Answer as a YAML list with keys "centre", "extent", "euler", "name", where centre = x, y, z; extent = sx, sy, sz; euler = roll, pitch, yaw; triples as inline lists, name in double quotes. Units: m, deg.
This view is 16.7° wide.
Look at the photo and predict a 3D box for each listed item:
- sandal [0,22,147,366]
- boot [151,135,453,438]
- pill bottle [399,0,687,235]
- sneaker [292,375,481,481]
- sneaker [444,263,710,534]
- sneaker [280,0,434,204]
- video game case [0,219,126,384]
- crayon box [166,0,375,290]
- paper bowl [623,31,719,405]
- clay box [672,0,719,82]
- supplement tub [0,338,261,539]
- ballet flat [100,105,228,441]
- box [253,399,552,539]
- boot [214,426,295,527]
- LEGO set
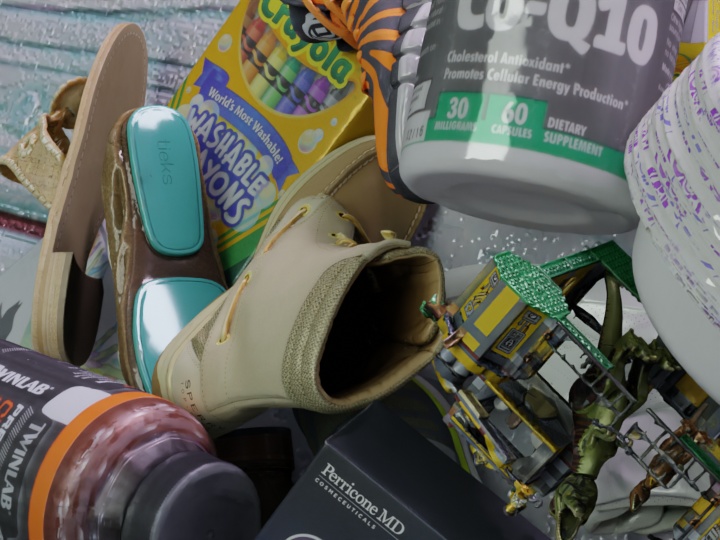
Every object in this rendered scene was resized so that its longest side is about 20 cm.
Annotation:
- centre: [-0.177, -0.048, 1.396]
  extent: [0.070, 0.078, 0.212]
  euler: [2, 68, 16]
  name: "sandal"
- centre: [0.000, 0.000, 1.202]
  extent: [0.200, 0.073, 0.155]
  euler: [-47, 18, -29]
  name: "boot"
- centre: [0.089, -0.124, 1.089]
  extent: [0.113, 0.113, 0.200]
  euler: [2, 77, 40]
  name: "pill bottle"
- centre: [0.017, 0.105, 1.204]
  extent: [0.074, 0.081, 0.200]
  euler: [-50, 49, 13]
  name: "sneaker"
- centre: [0.104, 0.063, 1.154]
  extent: [0.200, 0.074, 0.116]
  euler: [7, 75, 40]
  name: "sneaker"
- centre: [0.013, -0.113, 1.239]
  extent: [0.112, 0.078, 0.200]
  euler: [-15, 52, 35]
  name: "sneaker"
- centre: [-0.182, 0.084, 1.419]
  extent: [0.182, 0.022, 0.200]
  euler: [-39, 53, 22]
  name: "video game case"
- centre: [-0.041, -0.081, 1.344]
  extent: [0.200, 0.052, 0.126]
  euler: [-54, 49, 10]
  name: "crayon box"
- centre: [0.194, 0.000, 1.016]
  extent: [0.104, 0.201, 0.201]
  euler: [-51, 48, 28]
  name: "paper bowl"
- centre: [0.128, -0.150, 1.174]
  extent: [0.115, 0.048, 0.200]
  euler: [-8, 70, 36]
  name: "clay box"
- centre: [-0.141, 0.101, 1.195]
  extent: [0.200, 0.107, 0.107]
  euler: [15, 84, 42]
  name: "supplement tub"
- centre: [-0.108, 0.011, 1.298]
  extent: [0.072, 0.068, 0.200]
  euler: [-47, 49, 53]
  name: "ballet flat"
- centre: [0.036, 0.178, 1.090]
  extent: [0.200, 0.079, 0.141]
  euler: [38, 109, 8]
  name: "box"
- centre: [-0.121, 0.148, 1.295]
  extent: [0.200, 0.075, 0.097]
  euler: [-16, 76, 27]
  name: "boot"
- centre: [0.098, 0.085, 1.017]
  extent: [0.200, 0.154, 0.116]
  euler: [42, 114, 5]
  name: "LEGO set"
